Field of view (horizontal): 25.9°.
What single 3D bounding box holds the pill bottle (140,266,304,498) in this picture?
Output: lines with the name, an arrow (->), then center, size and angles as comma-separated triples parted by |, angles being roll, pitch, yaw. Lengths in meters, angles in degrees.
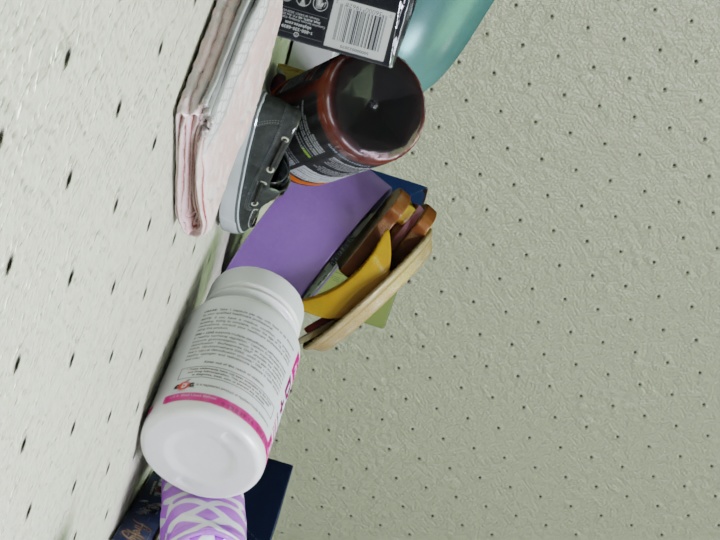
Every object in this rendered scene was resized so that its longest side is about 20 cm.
pill bottle -> -0.118, 0.096, 1.419 | 0.201, 0.112, 0.114 | -73, 180, -47

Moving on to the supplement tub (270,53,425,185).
supplement tub -> -0.029, -0.138, 1.455 | 0.200, 0.106, 0.108 | -10, -120, 62

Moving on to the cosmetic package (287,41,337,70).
cosmetic package -> -0.031, -0.300, 1.677 | 0.083, 0.050, 0.202 | -71, 177, -63

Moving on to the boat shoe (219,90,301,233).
boat shoe -> -0.092, -0.090, 1.425 | 0.200, 0.056, 0.069 | 106, 1, -60

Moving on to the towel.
towel -> -0.090, -0.148, 1.134 | 0.191, 0.032, 0.202 | 106, 1, -67

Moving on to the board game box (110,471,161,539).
board game box -> -0.215, 0.284, 1.473 | 0.200, 0.034, 0.137 | -72, 178, -78

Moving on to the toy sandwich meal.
toy sandwich meal -> 0.000, 0.000, 1.646 | 0.205, 0.070, 0.205 | -43, -176, 4

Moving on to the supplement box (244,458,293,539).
supplement box -> -0.173, 0.324, 1.720 | 0.200, 0.133, 0.201 | -72, 179, -70

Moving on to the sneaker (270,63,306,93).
sneaker -> -0.063, -0.154, 1.624 | 0.200, 0.074, 0.091 | 76, 31, -86

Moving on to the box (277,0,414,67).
box -> -0.005, -0.269, 1.390 | 0.200, 0.121, 0.107 | -71, 178, -66

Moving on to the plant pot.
plant pot -> 0.036, -0.295, 1.805 | 0.162, 0.199, 0.201 | -63, 179, -1

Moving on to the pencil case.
pencil case -> -0.149, 0.209, 1.449 | 0.086, 0.083, 0.201 | -61, -161, 26

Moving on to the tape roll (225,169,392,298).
tape roll -> -0.057, -0.037, 1.704 | 0.200, 0.085, 0.200 | -51, 178, -2

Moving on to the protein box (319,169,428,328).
protein box -> -0.026, -0.044, 2.264 | 0.200, 0.197, 0.136 | 107, 1, -60
